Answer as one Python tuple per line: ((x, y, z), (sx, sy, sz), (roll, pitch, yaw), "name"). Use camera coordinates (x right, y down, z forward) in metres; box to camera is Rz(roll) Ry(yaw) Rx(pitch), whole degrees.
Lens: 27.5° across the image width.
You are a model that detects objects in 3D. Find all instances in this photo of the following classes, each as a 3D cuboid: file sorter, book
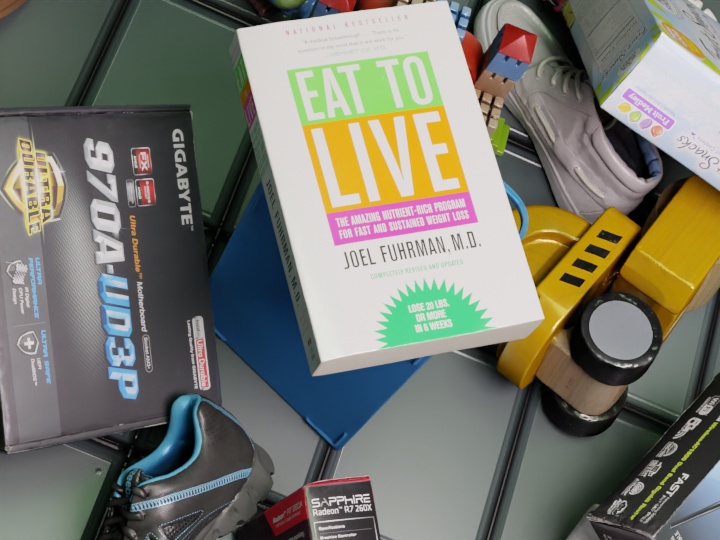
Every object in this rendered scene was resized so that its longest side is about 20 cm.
((0.000, 0.000, 0.942), (0.139, 0.200, 0.123), (43, 60, 4), "file sorter")
((0.011, -0.048, 0.832), (0.132, 0.048, 0.202), (-9, 71, -21), "book")

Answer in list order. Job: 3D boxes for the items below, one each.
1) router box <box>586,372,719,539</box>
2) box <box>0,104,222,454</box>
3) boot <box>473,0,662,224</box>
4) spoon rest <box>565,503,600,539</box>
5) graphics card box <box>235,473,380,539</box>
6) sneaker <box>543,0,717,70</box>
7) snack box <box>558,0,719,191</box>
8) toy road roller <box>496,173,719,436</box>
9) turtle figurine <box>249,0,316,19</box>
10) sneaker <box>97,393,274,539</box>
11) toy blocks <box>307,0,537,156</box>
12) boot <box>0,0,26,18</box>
((0.251, 0.191, 0.968), (0.150, 0.062, 0.201), (-41, 114, -25), "router box")
((-0.170, 0.001, 0.911), (0.158, 0.046, 0.202), (-6, 91, -41), "box")
((0.159, -0.133, 1.091), (0.073, 0.096, 0.201), (-22, 78, -28), "boot")
((0.109, 0.246, 0.963), (0.099, 0.061, 0.201), (38, 77, 2), "spoon rest")
((-0.021, 0.236, 0.882), (0.050, 0.125, 0.202), (-2, 71, -27), "graphics card box")
((0.185, -0.201, 1.140), (0.199, 0.074, 0.088), (31, 58, -8), "sneaker")
((0.230, -0.129, 1.015), (0.168, 0.068, 0.200), (33, 22, -16), "snack box")
((0.165, 0.001, 1.034), (0.146, 0.123, 0.200), (38, 64, 13), "toy road roller")
((-0.080, -0.295, 1.045), (0.143, 0.200, 0.195), (-35, 55, 13), "turtle figurine")
((-0.136, 0.165, 0.891), (0.201, 0.073, 0.082), (-56, 131, -29), "sneaker")
((0.032, -0.146, 1.039), (0.198, 0.137, 0.101), (21, 65, -7), "toy blocks")
((-0.267, -0.284, 1.051), (0.145, 0.070, 0.201), (30, 63, 4), "boot")
